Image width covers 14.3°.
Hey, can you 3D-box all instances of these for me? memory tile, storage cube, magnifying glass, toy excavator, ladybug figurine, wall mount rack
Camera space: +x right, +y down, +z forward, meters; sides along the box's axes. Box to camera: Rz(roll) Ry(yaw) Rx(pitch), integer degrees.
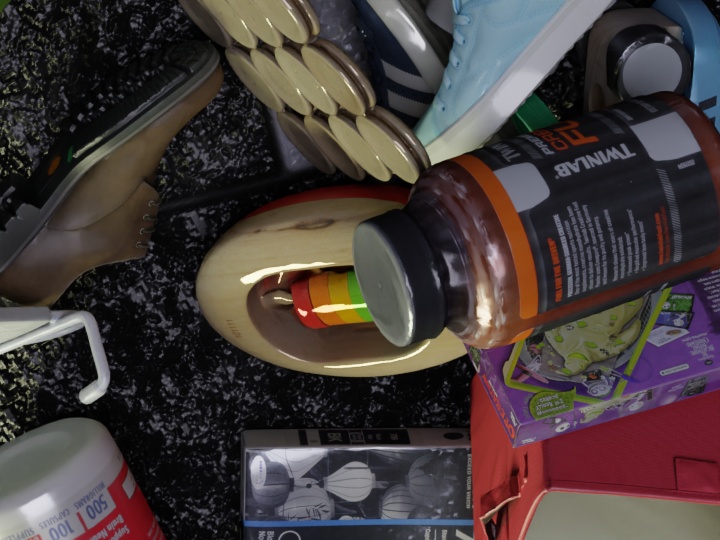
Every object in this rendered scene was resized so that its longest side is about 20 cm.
[{"bbox_3d":[-0.034,-0.111,1.623,0.017,0.200,0.153,-42,105,-12],"label":"memory tile"},{"bbox_3d":[0.165,0.103,1.682,0.199,0.180,0.171,7,143,-9],"label":"storage cube"},{"bbox_3d":[0.134,-0.035,1.699,0.022,0.080,0.200,-36,139,0],"label":"magnifying glass"},{"bbox_3d":[0.225,-0.068,1.721,0.199,0.100,0.195,-2,109,-14],"label":"toy excavator"},{"bbox_3d":[0.000,0.000,1.697,0.200,0.072,0.136,-4,136,24],"label":"ladybug figurine"},{"bbox_3d":[-0.249,0.073,1.680,0.174,0.200,0.075,-24,76,37],"label":"wall mount rack"}]

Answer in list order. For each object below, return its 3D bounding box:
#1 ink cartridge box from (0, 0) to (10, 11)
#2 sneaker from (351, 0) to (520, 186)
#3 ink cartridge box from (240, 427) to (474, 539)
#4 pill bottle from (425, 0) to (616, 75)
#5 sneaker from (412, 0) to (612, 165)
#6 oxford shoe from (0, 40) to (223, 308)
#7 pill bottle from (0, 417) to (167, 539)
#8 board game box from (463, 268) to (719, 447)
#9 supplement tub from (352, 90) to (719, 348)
[{"bbox_3d":[-0.260,-0.061,1.631,0.076,0.148,0.200,44,99,6],"label":"ink cartridge box"},{"bbox_3d":[0.026,-0.098,1.698,0.084,0.075,0.200,-32,102,18],"label":"sneaker"},{"bbox_3d":[0.024,0.149,1.791,0.199,0.039,0.100,-1,107,-6],"label":"ink cartridge box"},{"bbox_3d":[0.117,-0.219,1.647,0.112,0.112,0.200,24,104,-12],"label":"pill bottle"},{"bbox_3d":[0.076,-0.138,1.588,0.082,0.074,0.200,41,113,-1],"label":"sneaker"},{"bbox_3d":[-0.144,-0.055,1.699,0.084,0.073,0.200,39,108,-24],"label":"oxford shoe"},{"bbox_3d":[-0.162,0.200,1.748,0.112,0.112,0.200,-26,108,2],"label":"pill bottle"},{"bbox_3d":[0.154,0.020,1.614,0.200,0.120,0.032,-14,144,-18],"label":"board game box"},{"bbox_3d":[0.099,-0.022,1.554,0.200,0.107,0.107,-19,109,-21],"label":"supplement tub"}]
